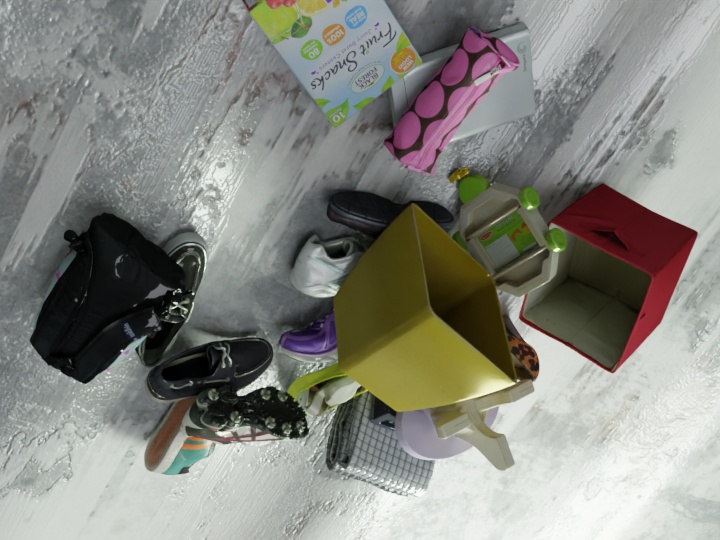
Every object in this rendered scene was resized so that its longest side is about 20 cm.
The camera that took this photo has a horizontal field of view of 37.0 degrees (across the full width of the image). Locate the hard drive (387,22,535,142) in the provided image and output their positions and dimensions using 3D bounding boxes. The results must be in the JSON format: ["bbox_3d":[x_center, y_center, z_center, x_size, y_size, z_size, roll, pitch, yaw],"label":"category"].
[{"bbox_3d":[0.136,-0.238,1.437,0.197,0.027,0.133,-20,130,-8],"label":"hard drive"}]

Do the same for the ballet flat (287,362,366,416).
[{"bbox_3d":[-0.049,0.181,1.607,0.067,0.068,0.199,42,131,-21],"label":"ballet flat"}]

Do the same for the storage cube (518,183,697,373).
[{"bbox_3d":[0.363,0.006,1.576,0.179,0.170,0.203,-31,143,-47],"label":"storage cube"}]

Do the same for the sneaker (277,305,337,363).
[{"bbox_3d":[-0.032,0.073,1.588,0.197,0.081,0.085,-19,118,-20],"label":"sneaker"}]

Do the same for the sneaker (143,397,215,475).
[{"bbox_3d":[-0.243,0.230,1.617,0.079,0.072,0.201,20,119,-41],"label":"sneaker"}]

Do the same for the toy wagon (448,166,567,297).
[{"bbox_3d":[0.198,-0.063,1.526,0.155,0.202,0.039,-33,180,44],"label":"toy wagon"}]

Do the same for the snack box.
[{"bbox_3d":[-0.032,-0.293,1.310,0.141,0.053,0.200,-34,131,7],"label":"snack box"}]

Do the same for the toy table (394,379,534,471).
[{"bbox_3d":[0.157,0.202,1.576,0.199,0.117,0.186,-35,100,-33],"label":"toy table"}]

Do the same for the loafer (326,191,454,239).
[{"bbox_3d":[0.039,-0.062,1.506,0.197,0.072,0.064,4,128,-28],"label":"loafer"}]

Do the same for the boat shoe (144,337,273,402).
[{"bbox_3d":[-0.206,0.136,1.526,0.197,0.074,0.063,-15,162,-29],"label":"boat shoe"}]

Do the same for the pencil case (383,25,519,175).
[{"bbox_3d":[0.114,-0.211,1.371,0.090,0.094,0.201,22,116,-33],"label":"pencil case"}]

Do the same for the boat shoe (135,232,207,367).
[{"bbox_3d":[-0.255,0.043,1.467,0.070,0.064,0.202,11,120,-29],"label":"boat shoe"}]

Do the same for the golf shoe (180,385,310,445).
[{"bbox_3d":[-0.166,0.214,1.558,0.198,0.078,0.088,15,141,-36],"label":"golf shoe"}]

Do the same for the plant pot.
[{"bbox_3d":[0.071,0.072,1.454,0.175,0.202,0.200,-32,130,23],"label":"plant pot"}]

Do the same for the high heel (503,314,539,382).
[{"bbox_3d":[0.176,0.118,1.647,0.197,0.143,0.072,2,125,-23],"label":"high heel"}]

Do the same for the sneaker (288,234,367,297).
[{"bbox_3d":[0.000,0.000,1.535,0.197,0.071,0.081,7,120,-26],"label":"sneaker"}]

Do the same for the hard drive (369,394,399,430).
[{"bbox_3d":[0.108,0.185,1.642,0.197,0.137,0.042,15,162,-31],"label":"hard drive"}]

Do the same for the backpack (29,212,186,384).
[{"bbox_3d":[-0.328,0.045,1.385,0.166,0.127,0.201,40,109,1],"label":"backpack"}]

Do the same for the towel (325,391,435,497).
[{"bbox_3d":[0.041,0.233,1.665,0.164,0.203,0.085,26,158,-29],"label":"towel"}]
